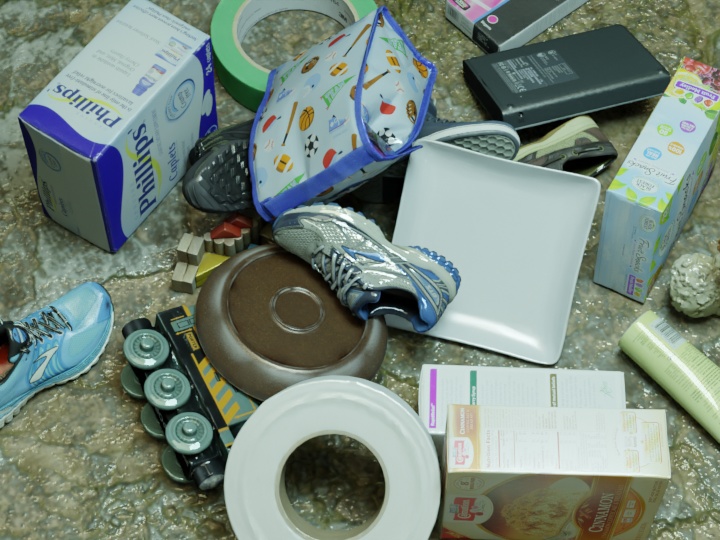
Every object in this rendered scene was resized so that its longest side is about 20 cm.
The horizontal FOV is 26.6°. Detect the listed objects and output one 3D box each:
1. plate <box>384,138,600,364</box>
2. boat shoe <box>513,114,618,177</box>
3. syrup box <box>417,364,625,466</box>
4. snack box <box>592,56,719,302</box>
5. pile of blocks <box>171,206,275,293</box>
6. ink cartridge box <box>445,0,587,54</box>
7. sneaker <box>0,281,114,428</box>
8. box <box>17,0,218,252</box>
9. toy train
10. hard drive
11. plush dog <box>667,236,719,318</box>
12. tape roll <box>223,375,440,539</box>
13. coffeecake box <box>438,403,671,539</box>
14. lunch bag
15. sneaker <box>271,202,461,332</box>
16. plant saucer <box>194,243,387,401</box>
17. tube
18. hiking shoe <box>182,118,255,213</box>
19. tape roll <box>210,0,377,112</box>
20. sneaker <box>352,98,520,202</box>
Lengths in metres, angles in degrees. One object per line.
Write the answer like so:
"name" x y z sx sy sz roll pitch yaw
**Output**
"plate" 0.132 -0.020 1.584 0.199 0.032 0.200 13 96 8
"boat shoe" 0.199 -0.101 1.659 0.200 0.073 0.065 -36 60 -21
"syrup box" 0.156 0.146 1.500 0.200 0.079 0.082 3 58 2
"snack box" 0.319 -0.094 1.599 0.068 0.169 0.200 25 62 18
"pile of blocks" -0.112 -0.037 1.624 0.200 0.062 0.082 -33 64 -19
"ink cartridge box" 0.206 -0.336 1.831 0.200 0.037 0.095 -35 64 -22
"sneaker" -0.329 0.079 1.532 0.078 0.090 0.200 37 64 20
"box" -0.252 -0.153 1.625 0.105 0.184 0.200 30 63 16
"toy train" -0.164 0.122 1.516 0.114 0.085 0.200 -19 60 -23
"hard drive" 0.233 -0.222 1.732 0.200 0.033 0.140 -14 36 -9
"plush dog" 0.433 -0.022 1.552 0.200 0.172 0.160 -39 66 -23
"tape roll" -0.025 0.199 1.417 0.202 0.071 0.203 0 89 2
"coffeecake box" 0.176 0.193 1.427 0.200 0.154 0.073 2 57 1
"lunch bag" -0.023 -0.147 1.579 0.170 0.124 0.200 -28 30 34
"sneaker" 0.000 0.000 1.526 0.200 0.077 0.085 22 55 1
"plant saucer" -0.066 0.046 1.538 0.200 0.032 0.200 8 51 -11
"tube" 0.349 0.124 1.538 0.200 0.052 0.058 43 108 19
"hiking shoe" -0.146 -0.108 1.635 0.101 0.076 0.200 -11 18 31
"tape roll" -0.074 -0.268 1.778 0.200 0.048 0.201 0 57 0
"sneaker" 0.085 -0.164 1.660 0.202 0.077 0.146 -12 49 30
